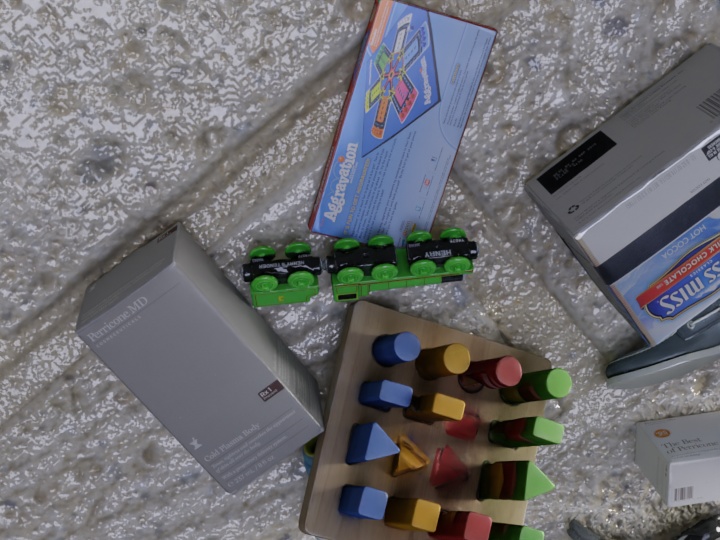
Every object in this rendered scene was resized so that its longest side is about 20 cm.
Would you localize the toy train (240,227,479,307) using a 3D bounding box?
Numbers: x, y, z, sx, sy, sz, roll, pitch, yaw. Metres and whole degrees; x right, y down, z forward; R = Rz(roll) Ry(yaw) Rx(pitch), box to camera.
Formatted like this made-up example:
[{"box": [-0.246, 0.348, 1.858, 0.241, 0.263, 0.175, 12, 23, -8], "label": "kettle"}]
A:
[{"box": [0.000, 0.000, 1.037, 0.199, 0.042, 0.057, -5, 148, -2], "label": "toy train"}]

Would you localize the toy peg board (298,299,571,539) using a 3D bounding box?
[{"box": [0.075, 0.142, 1.036, 0.198, 0.098, 0.201, 18, 74, -19], "label": "toy peg board"}]

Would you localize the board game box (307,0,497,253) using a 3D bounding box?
[{"box": [0.033, -0.115, 1.022, 0.102, 0.019, 0.201, 12, 109, -17], "label": "board game box"}]

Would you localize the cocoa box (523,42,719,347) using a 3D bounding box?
[{"box": [0.264, -0.063, 1.024, 0.200, 0.133, 0.131, -37, 114, 6], "label": "cocoa box"}]

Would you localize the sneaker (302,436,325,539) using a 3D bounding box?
[{"box": [0.042, 0.164, 1.103, 0.199, 0.080, 0.131, -16, 115, -5], "label": "sneaker"}]

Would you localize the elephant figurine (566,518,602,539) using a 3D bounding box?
[{"box": [0.261, 0.367, 1.207, 0.141, 0.156, 0.201, 9, 144, 22], "label": "elephant figurine"}]

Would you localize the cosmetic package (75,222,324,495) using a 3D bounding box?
[{"box": [-0.129, 0.073, 1.027, 0.107, 0.090, 0.200, -36, 116, 12], "label": "cosmetic package"}]

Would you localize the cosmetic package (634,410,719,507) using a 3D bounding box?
[{"box": [0.366, 0.166, 1.165, 0.199, 0.083, 0.051, -7, 110, -9], "label": "cosmetic package"}]

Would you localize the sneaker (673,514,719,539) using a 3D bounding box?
[{"box": [0.349, 0.315, 1.206, 0.074, 0.079, 0.201, -24, 125, -9], "label": "sneaker"}]

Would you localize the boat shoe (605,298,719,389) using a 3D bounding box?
[{"box": [0.310, 0.052, 1.130, 0.199, 0.073, 0.062, -22, 73, 5], "label": "boat shoe"}]
